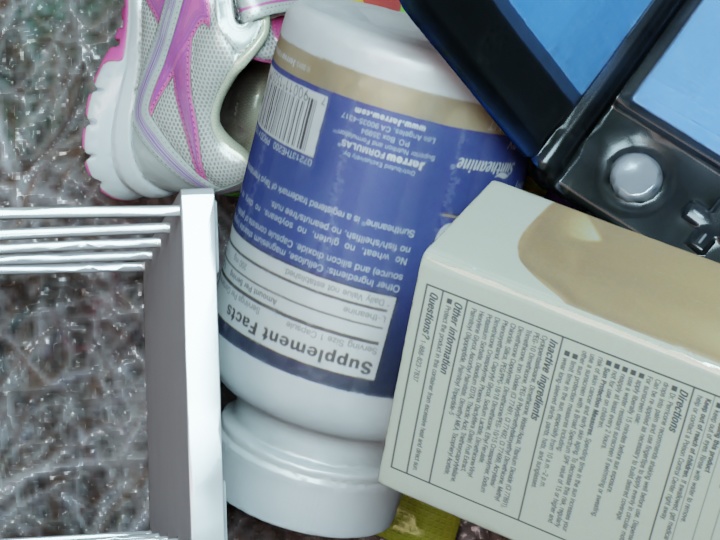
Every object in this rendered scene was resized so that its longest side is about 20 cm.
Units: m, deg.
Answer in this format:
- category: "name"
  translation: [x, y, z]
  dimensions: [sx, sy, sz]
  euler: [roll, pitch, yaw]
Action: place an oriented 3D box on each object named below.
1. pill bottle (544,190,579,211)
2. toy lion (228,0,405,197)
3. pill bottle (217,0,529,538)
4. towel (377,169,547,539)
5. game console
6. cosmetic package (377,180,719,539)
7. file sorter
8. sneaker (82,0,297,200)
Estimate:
- category: "pill bottle"
  translation: [0.128, -0.012, 0.792]
  dimensions: [0.111, 0.111, 0.202]
  euler: [23, 91, 17]
- category: "toy lion"
  translation: [-0.037, -0.137, 0.882]
  dimensions: [0.200, 0.069, 0.192]
  euler: [47, 105, 15]
- category: "pill bottle"
  translation: [0.000, 0.000, 0.779]
  dimensions: [0.110, 0.111, 0.202]
  euler: [19, 105, 17]
- category: "towel"
  translation: [0.025, 0.022, 0.842]
  dimensions: [0.085, 0.018, 0.202]
  euler: [18, 104, 17]
- category: "game console"
  translation: [0.138, -0.114, 0.693]
  dimensions: [0.170, 0.118, 0.201]
  euler: [34, 81, 18]
- category: "cosmetic package"
  translation: [0.114, 0.056, 0.675]
  dimensions: [0.198, 0.071, 0.106]
  euler: [22, 123, 16]
- category: "file sorter"
  translation: [-0.128, 0.051, 0.795]
  dimensions: [0.123, 0.200, 0.140]
  euler: [-2, 84, -11]
- category: "sneaker"
  translation: [-0.059, -0.123, 0.827]
  dimensions: [0.087, 0.081, 0.202]
  euler: [13, 109, 24]
